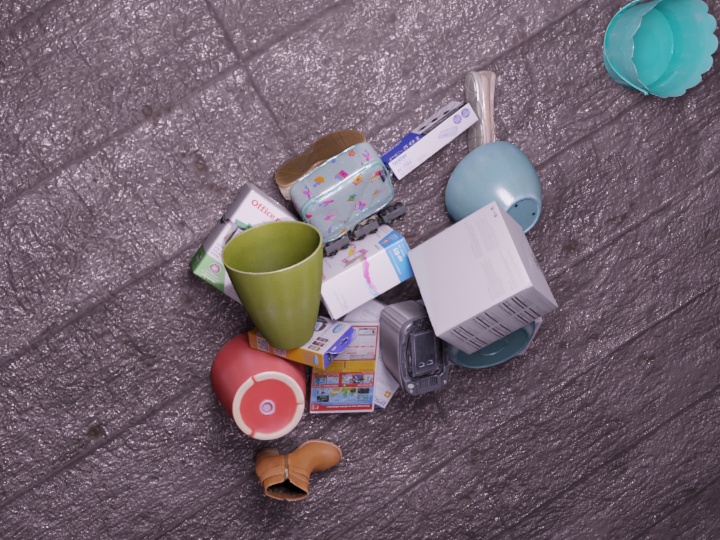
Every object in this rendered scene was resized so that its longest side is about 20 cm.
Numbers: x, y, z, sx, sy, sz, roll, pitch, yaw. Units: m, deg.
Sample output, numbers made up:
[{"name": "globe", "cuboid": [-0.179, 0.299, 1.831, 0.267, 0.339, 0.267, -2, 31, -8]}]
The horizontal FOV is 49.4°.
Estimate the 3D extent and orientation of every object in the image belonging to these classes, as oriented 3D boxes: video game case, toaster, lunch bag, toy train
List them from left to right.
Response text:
[{"name": "video game case", "cuboid": [-0.034, 0.204, 1.652, 0.142, 0.017, 0.202, 1, 105, -13]}, {"name": "lunch bag", "cuboid": [-0.028, -0.149, 1.538, 0.199, 0.077, 0.161, -32, 147, -3]}, {"name": "toy train", "cuboid": [0.004, -0.087, 1.612, 0.199, 0.046, 0.034, -29, 113, -7]}, {"name": "toaster", "cuboid": [0.106, 0.146, 1.601, 0.113, 0.129, 0.202, -14, 111, -21]}]

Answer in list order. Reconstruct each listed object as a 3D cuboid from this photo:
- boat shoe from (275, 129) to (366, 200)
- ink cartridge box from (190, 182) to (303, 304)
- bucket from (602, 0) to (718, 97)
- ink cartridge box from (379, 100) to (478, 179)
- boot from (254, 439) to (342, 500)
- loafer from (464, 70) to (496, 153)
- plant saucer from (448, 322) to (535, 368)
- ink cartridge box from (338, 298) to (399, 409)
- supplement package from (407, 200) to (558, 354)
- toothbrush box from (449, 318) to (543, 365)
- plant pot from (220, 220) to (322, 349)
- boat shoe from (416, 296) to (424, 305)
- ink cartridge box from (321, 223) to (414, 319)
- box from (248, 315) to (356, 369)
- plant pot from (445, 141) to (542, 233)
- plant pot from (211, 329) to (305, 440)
[{"name": "boat shoe", "cuboid": [-0.075, -0.209, 1.555, 0.199, 0.072, 0.065, -33, 146, -9]}, {"name": "ink cartridge box", "cuboid": [-0.218, -0.049, 1.543, 0.146, 0.084, 0.201, 34, 94, -20]}, {"name": "bucket", "cuboid": [0.614, -0.465, 1.624, 0.205, 0.135, 0.209, -4, 105, -14]}, {"name": "ink cartridge box", "cuboid": [0.132, -0.264, 1.574, 0.199, 0.094, 0.044, -38, 110, -3]}, {"name": "boot", "cuboid": [-0.123, 0.422, 1.652, 0.198, 0.155, 0.077, 7, 102, -16]}, {"name": "loafer", "cuboid": [0.258, -0.309, 1.611, 0.062, 0.072, 0.202, -11, 104, -19]}, {"name": "plant saucer", "cuboid": [0.269, 0.149, 1.613, 0.198, 0.028, 0.201, -11, 144, -8]}, {"name": "ink cartridge box", "cuboid": [0.023, 0.170, 1.686, 0.195, 0.043, 0.201, 31, 98, -20]}, {"name": "supplement package", "cuboid": [0.228, 0.018, 1.474, 0.199, 0.193, 0.147, -30, 147, 21]}, {"name": "toothbrush box", "cuboid": [0.269, 0.124, 1.678, 0.198, 0.086, 0.147, -7, 146, -14]}, {"name": "plant pot", "cuboid": [-0.147, 0.040, 1.462, 0.185, 0.187, 0.202, -15, 122, -10]}, {"name": "boat shoe", "cuboid": [0.209, 0.050, 1.692, 0.198, 0.072, 0.068, -7, 70, -9]}, {"name": "ink cartridge box", "cuboid": [0.000, 0.000, 1.580, 0.199, 0.145, 0.085, -30, 110, -5]}, {"name": "box", "cuboid": [-0.107, 0.132, 1.546, 0.198, 0.119, 0.042, 15, 123, 25]}, {"name": "plant pot", "cuboid": [0.290, -0.142, 1.589, 0.198, 0.135, 0.202, -14, 129, -18]}, {"name": "plant pot", "cuboid": [-0.196, 0.239, 1.575, 0.198, 0.177, 0.202, -4, 106, -13]}]
